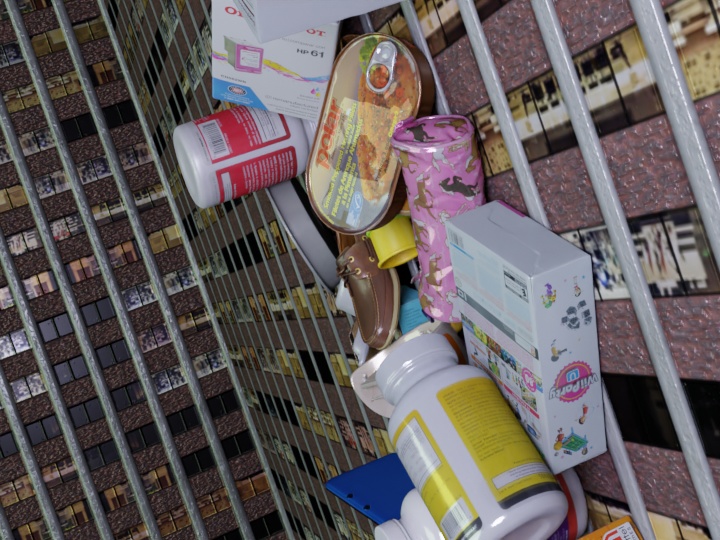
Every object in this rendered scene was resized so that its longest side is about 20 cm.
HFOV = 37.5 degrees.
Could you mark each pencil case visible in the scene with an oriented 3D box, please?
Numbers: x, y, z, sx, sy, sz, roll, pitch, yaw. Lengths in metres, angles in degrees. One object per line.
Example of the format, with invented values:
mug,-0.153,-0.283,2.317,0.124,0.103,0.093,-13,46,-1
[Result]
pencil case,0.082,-0.050,1.020,0.083,0.085,0.203,-94,-5,-61

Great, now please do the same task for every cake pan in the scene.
cake pan,-0.075,-0.061,1.497,0.202,0.036,0.200,59,-176,-7

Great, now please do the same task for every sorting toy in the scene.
sorting toy,0.104,0.151,1.179,0.181,0.106,0.200,55,157,-2

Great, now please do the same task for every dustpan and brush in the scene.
dustpan and brush,-0.001,0.032,1.357,0.140,0.056,0.202,106,179,-54

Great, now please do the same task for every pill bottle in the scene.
pill bottle,0.117,0.249,1.045,0.114,0.197,0.112,69,164,0
pill bottle,0.093,0.159,0.959,0.201,0.110,0.113,59,161,31
pill bottle,-0.139,-0.165,1.403,0.112,0.197,0.114,160,90,-74

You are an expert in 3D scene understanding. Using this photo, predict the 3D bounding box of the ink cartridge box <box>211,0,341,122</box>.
ink cartridge box,-0.095,-0.269,1.206,0.201,0.142,0.086,106,175,-64

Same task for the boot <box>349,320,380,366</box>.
boot,0.045,0.151,1.403,0.203,0.074,0.074,68,162,5

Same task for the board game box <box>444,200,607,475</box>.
board game box,0.150,0.058,0.957,0.147,0.063,0.203,-137,31,-57

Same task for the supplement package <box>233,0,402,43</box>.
supplement package,-0.031,-0.330,0.858,0.202,0.188,0.148,89,156,-48

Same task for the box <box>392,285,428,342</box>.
box,0.076,0.125,1.310,0.082,0.048,0.203,-159,51,-69

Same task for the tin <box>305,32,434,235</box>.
tin,0.008,-0.136,1.063,0.111,0.042,0.203,26,110,25

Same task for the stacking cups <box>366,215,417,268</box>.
stacking cups,0.013,-0.106,1.235,0.061,0.060,0.203,123,127,-71

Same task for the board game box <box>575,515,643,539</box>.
board game box,0.190,0.384,0.969,0.201,0.197,0.202,97,149,-59

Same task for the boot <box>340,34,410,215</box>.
boot,0.022,-0.159,1.111,0.202,0.070,0.146,-127,23,-52

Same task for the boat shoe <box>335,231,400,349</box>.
boat shoe,0.000,-0.001,1.264,0.072,0.066,0.203,-45,45,49

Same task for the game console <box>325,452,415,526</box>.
game console,0.082,0.279,1.220,0.171,0.119,0.199,47,166,-22
